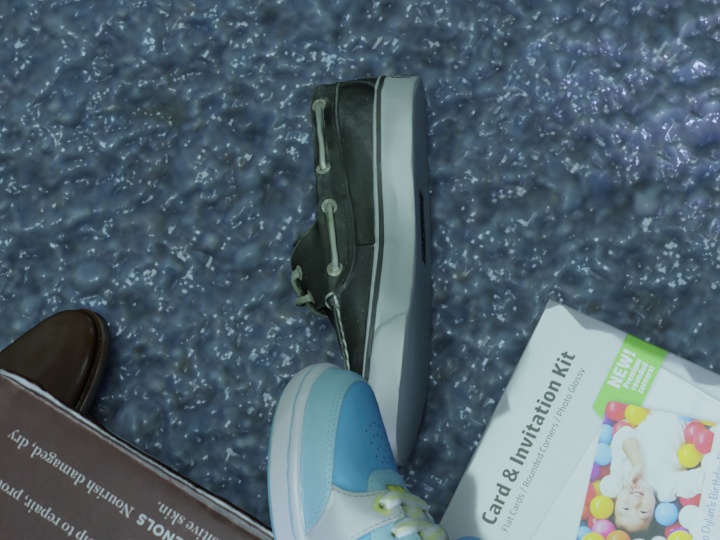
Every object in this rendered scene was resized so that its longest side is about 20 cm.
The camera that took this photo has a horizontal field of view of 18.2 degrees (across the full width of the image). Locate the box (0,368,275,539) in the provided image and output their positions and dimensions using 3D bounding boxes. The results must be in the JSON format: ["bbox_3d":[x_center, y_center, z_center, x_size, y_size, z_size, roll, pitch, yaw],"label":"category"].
[{"bbox_3d":[-0.127,0.181,1.028,0.164,0.166,0.201,29,83,17],"label":"box"}]

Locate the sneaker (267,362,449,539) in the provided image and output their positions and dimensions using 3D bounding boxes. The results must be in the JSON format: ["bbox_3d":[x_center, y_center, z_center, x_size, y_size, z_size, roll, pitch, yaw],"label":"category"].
[{"bbox_3d":[0.039,0.126,0.921,0.130,0.079,0.201,-17,79,29],"label":"sneaker"}]

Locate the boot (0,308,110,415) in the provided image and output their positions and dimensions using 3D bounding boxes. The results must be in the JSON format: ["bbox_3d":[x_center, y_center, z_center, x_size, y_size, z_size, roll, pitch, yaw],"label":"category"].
[{"bbox_3d":[-0.228,0.044,1.061,0.064,0.200,0.187,27,73,44],"label":"boot"}]

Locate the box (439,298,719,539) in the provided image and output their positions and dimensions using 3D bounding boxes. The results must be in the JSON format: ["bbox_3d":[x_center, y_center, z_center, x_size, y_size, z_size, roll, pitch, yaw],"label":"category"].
[{"bbox_3d":[0.146,0.124,1.054,0.199,0.041,0.156,25,83,17],"label":"box"}]

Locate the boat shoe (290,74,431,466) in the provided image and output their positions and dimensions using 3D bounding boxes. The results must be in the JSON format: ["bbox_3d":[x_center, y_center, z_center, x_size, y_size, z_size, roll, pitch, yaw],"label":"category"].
[{"bbox_3d":[0.000,0.000,1.105,0.063,0.071,0.201,-3,67,10],"label":"boat shoe"}]
